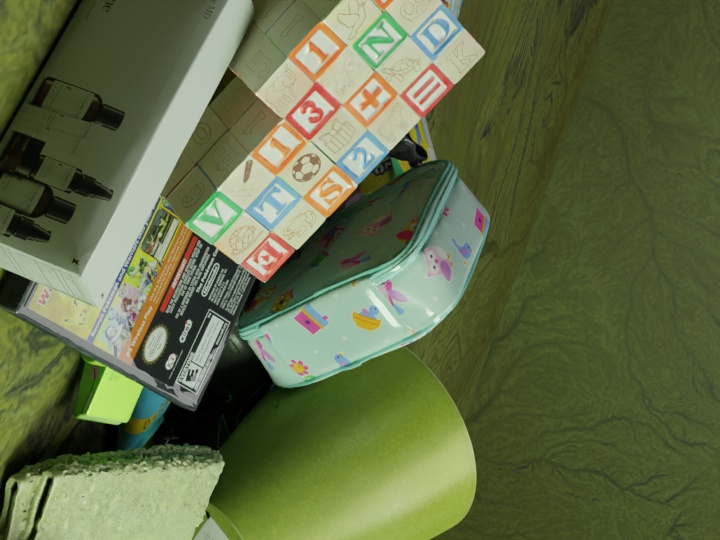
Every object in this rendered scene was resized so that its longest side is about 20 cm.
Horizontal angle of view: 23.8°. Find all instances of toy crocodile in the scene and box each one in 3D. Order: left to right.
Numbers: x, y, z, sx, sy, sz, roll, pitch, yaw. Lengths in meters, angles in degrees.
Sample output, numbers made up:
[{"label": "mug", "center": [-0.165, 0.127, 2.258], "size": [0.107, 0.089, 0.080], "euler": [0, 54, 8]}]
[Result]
[{"label": "toy crocodile", "center": [-0.147, 0.012, 1.156], "size": [0.067, 0.062, 0.202], "euler": [9, 109, -38]}]

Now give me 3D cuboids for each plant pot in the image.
[{"label": "plant pot", "center": [-0.041, 0.172, 1.352], "size": [0.199, 0.187, 0.189], "euler": [-31, 146, -38]}]

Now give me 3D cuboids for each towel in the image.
[{"label": "towel", "center": [-0.185, 0.189, 1.202], "size": [0.199, 0.036, 0.150], "euler": [0, 118, -53]}]

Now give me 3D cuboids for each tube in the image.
[{"label": "tube", "center": [-0.151, 0.065, 1.271], "size": [0.077, 0.050, 0.201], "euler": [-44, 159, -47]}]

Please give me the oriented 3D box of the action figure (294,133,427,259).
[{"label": "action figure", "center": [-0.052, -0.072, 1.326], "size": [0.199, 0.102, 0.119], "euler": [-33, -152, 12]}]

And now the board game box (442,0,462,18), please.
[{"label": "board game box", "center": [0.074, -0.267, 1.442], "size": [0.200, 0.034, 0.136], "euler": [92, 13, -71]}]

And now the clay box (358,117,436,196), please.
[{"label": "clay box", "center": [0.021, -0.122, 1.466], "size": [0.200, 0.047, 0.116], "euler": [-2, 76, -76]}]

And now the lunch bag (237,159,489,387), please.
[{"label": "lunch bag", "center": [0.000, 0.000, 1.335], "size": [0.199, 0.077, 0.161], "euler": [-24, -154, 35]}]

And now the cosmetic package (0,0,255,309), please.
[{"label": "cosmetic package", "center": [-0.139, -0.087, 0.951], "size": [0.051, 0.082, 0.202], "euler": [83, 30, -67]}]

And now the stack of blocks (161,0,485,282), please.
[{"label": "stack of blocks", "center": [-0.034, -0.102, 1.030], "size": [0.200, 0.059, 0.115], "euler": [-46, 138, 6]}]

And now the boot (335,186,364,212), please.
[{"label": "boot", "center": [-0.034, -0.038, 1.517], "size": [0.167, 0.071, 0.202], "euler": [-62, 157, -53]}]

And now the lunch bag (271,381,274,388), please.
[{"label": "lunch bag", "center": [-0.080, 0.104, 1.579], "size": [0.160, 0.075, 0.202], "euler": [-44, 154, -58]}]

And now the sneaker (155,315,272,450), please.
[{"label": "sneaker", "center": [-0.124, 0.121, 1.404], "size": [0.079, 0.075, 0.202], "euler": [-50, 158, -49]}]

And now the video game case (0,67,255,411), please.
[{"label": "video game case", "center": [-0.122, -0.034, 1.077], "size": [0.180, 0.025, 0.202], "euler": [36, 74, -51]}]
